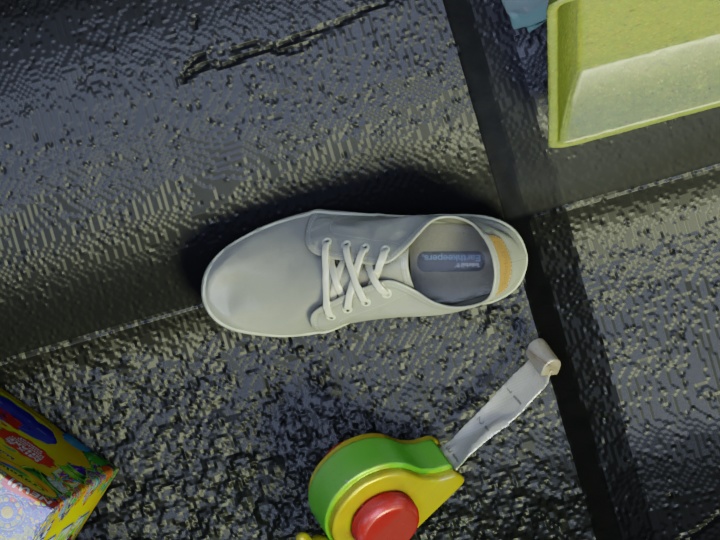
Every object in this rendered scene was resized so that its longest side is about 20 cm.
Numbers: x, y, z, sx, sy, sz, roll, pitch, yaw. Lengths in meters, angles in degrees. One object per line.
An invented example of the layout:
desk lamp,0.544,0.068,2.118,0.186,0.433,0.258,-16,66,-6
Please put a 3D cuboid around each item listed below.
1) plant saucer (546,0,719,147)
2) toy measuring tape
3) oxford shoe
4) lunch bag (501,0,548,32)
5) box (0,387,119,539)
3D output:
plant saucer,0.195,-0.151,1.501,0.199,0.200,0.048,-15,69,-1
toy measuring tape,0.030,0.107,1.592,0.074,0.074,0.200,45,99,2
oxford shoe,0.000,0.000,1.600,0.199,0.058,0.076,-5,95,8
lunch bag,0.140,-0.249,1.541,0.199,0.122,0.171,-23,95,21
box,-0.271,0.121,1.567,0.199,0.193,0.122,34,96,3
